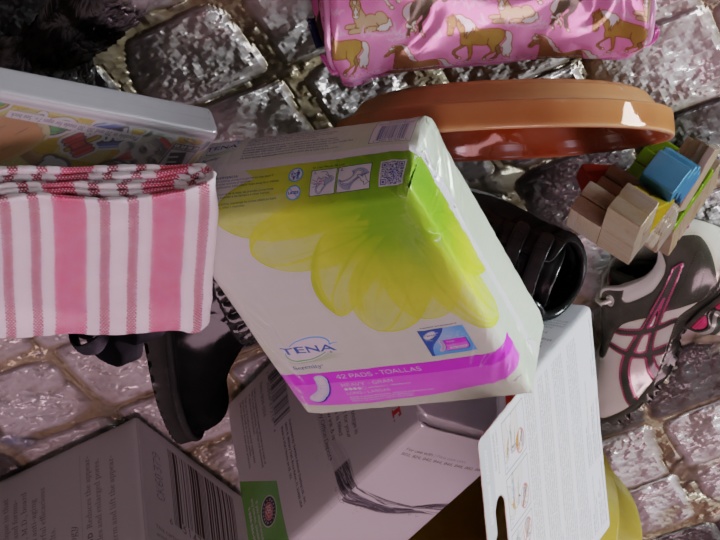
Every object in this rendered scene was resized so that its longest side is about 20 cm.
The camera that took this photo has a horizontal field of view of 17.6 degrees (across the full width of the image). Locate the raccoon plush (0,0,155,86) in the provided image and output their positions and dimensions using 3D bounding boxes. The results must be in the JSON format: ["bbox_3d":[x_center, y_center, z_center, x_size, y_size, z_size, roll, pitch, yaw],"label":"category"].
[{"bbox_3d":[-0.160,-0.082,1.347,0.199,0.097,0.134,-27,148,21],"label":"raccoon plush"}]

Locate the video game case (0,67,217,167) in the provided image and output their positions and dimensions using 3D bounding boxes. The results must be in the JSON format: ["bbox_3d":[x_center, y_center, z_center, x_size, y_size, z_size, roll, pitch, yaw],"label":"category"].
[{"bbox_3d":[-0.206,-0.042,1.275,0.199,0.023,0.182,8,140,-38],"label":"video game case"}]

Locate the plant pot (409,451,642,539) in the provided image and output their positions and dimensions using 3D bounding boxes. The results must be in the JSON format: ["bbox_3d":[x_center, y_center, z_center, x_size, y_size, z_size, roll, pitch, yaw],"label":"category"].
[{"bbox_3d":[0.111,0.188,1.682,0.200,0.202,0.189,-28,155,22],"label":"plant pot"}]

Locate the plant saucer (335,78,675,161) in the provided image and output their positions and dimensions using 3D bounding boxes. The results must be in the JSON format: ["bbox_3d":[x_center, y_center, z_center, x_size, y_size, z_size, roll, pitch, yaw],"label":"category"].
[{"bbox_3d":[0.084,-0.088,1.367,0.199,0.033,0.200,-3,178,0],"label":"plant saucer"}]

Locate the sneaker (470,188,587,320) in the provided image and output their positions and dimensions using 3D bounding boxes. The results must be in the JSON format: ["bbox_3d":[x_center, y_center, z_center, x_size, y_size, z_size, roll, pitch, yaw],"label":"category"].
[{"bbox_3d":[0.065,-0.016,1.434,0.199,0.099,0.071,6,105,-48],"label":"sneaker"}]

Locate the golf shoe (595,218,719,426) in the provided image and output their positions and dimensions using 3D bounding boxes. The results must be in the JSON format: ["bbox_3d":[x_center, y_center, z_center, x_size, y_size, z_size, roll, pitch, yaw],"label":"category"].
[{"bbox_3d":[0.193,0.030,1.602,0.088,0.077,0.200,29,131,-12],"label":"golf shoe"}]

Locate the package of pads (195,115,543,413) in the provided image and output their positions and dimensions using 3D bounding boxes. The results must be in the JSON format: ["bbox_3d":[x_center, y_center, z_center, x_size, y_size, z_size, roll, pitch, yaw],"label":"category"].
[{"bbox_3d":[0.000,0.000,1.339,0.154,0.068,0.200,-6,139,24],"label":"package of pads"}]

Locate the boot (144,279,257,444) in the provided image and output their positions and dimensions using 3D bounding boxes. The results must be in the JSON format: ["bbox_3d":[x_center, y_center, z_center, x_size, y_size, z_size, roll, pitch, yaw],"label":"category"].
[{"bbox_3d":[-0.064,0.032,1.520,0.157,0.080,0.212,-8,142,-3],"label":"boot"}]

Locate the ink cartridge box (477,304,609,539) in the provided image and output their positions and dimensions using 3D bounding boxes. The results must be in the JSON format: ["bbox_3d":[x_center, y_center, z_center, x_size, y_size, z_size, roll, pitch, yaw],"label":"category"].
[{"bbox_3d":[0.098,0.130,1.444,0.057,0.200,0.163,5,114,29],"label":"ink cartridge box"}]

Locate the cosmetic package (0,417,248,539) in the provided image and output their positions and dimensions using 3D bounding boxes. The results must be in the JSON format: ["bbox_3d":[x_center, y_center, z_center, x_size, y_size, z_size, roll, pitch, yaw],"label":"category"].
[{"bbox_3d":[-0.191,0.243,1.690,0.199,0.166,0.165,-26,139,20],"label":"cosmetic package"}]

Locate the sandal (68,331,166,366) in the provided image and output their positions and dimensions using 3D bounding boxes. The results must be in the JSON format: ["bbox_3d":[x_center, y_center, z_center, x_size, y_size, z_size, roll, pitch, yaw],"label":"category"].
[{"bbox_3d":[-0.161,0.020,1.438,0.043,0.076,0.200,-18,176,-14],"label":"sandal"}]

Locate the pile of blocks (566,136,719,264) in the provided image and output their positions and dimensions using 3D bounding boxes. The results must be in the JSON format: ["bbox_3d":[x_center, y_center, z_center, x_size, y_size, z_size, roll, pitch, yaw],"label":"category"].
[{"bbox_3d":[0.173,-0.056,1.442,0.082,0.062,0.200,-60,167,11],"label":"pile of blocks"}]

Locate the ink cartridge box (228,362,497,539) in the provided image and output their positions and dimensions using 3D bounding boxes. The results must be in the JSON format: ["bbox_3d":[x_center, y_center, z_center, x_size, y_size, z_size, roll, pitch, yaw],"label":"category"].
[{"bbox_3d":[0.003,0.104,1.573,0.084,0.146,0.200,17,136,-33],"label":"ink cartridge box"}]

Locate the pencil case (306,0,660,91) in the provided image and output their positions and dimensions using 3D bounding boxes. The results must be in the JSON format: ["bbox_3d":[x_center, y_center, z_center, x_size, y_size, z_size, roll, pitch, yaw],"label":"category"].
[{"bbox_3d":[0.071,-0.155,1.308,0.199,0.083,0.087,-7,141,-6],"label":"pencil case"}]

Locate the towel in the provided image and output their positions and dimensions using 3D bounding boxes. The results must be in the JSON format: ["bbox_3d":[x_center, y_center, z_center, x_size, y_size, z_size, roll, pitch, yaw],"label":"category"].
[{"bbox_3d":[-0.177,-0.003,1.270,0.199,0.030,0.147,-2,147,-6],"label":"towel"}]
